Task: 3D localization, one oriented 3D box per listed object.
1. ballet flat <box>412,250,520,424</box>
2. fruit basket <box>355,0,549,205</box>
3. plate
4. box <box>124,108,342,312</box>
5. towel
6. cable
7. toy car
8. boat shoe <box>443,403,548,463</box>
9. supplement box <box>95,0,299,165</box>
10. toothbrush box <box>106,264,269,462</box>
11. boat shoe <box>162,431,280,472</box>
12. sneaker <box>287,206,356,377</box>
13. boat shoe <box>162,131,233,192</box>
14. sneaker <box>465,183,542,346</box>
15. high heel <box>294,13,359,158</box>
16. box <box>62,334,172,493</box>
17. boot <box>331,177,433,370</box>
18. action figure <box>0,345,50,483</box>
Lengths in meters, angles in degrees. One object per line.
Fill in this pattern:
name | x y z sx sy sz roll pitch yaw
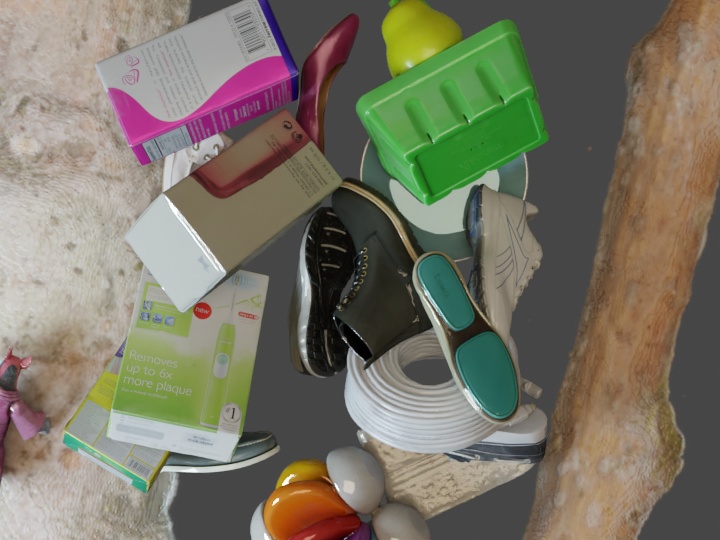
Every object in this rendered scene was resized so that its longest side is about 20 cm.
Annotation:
ballet flat | 0.113 0.074 1.448 0.069 0.069 0.202 -23 78 2
fruit basket | 0.092 -0.205 1.514 0.213 0.156 0.218 -12 51 15
plate | 0.097 -0.110 1.580 0.197 0.026 0.203 0 92 0
box | -0.139 -0.067 1.480 0.109 0.128 0.200 52 53 -1
towel | 0.107 0.206 1.593 0.198 0.034 0.134 -25 91 3
cable | 0.080 0.116 1.513 0.199 0.070 0.200 -29 49 -25
toy car | -0.030 0.314 1.527 0.175 0.150 0.201 -39 92 18
boat shoe | 0.115 0.188 1.544 0.197 0.072 0.068 3 123 7
supplement box | -0.176 -0.208 1.481 0.198 0.103 0.102 -23 83 -6
toothbrush box | -0.192 0.095 1.510 0.144 0.086 0.202 13 59 -8
boat shoe | -0.194 0.199 1.576 0.197 0.073 0.063 -5 97 6
sneaker | -0.053 0.024 1.565 0.073 0.079 0.203 13 76 -29
boat shoe | -0.181 -0.152 1.557 0.068 0.071 0.203 12 92 2
sneaker | 0.164 -0.004 1.509 0.086 0.075 0.202 8 66 -9
high heel | -0.034 -0.192 1.555 0.096 0.067 0.201 36 108 9
box | -0.241 0.139 1.549 0.117 0.048 0.201 31 62 1
boot | 0.000 0.000 1.507 0.138 0.078 0.200 -33 69 -26
action figure | -0.439 0.174 1.546 0.133 0.149 0.202 28 107 5
